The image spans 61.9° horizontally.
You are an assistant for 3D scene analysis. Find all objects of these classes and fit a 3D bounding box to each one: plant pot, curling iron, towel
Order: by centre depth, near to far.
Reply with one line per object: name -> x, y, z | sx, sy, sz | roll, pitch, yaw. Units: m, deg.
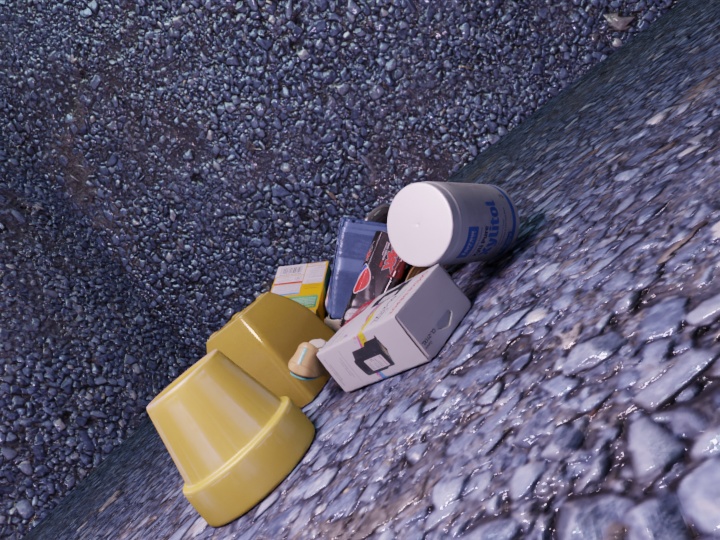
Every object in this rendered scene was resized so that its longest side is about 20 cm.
plant pot -> -0.200, 0.227, 0.875 | 0.201, 0.189, 0.201 | -37, 7, 5
curling iron -> 0.063, 0.009, 1.089 | 0.200, 0.026, 0.050 | -60, -1, 7
plant pot -> -0.179, 0.163, 1.171 | 0.195, 0.200, 0.194 | -36, 7, 31
towel -> 0.000, 0.000, 1.188 | 0.049, 0.111, 0.201 | -159, 77, -80

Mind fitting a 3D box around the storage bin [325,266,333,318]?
storage bin -> -0.081, 0.089, 1.447 | 0.200, 0.134, 0.145 | -43, 7, -31

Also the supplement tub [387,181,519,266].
supplement tub -> 0.153, -0.075, 0.964 | 0.200, 0.132, 0.132 | -8, -19, -47

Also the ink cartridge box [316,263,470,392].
ink cartridge box -> 0.049, 0.089, 0.911 | 0.200, 0.083, 0.146 | -33, 9, 46

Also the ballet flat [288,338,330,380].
ballet flat -> -0.064, 0.149, 1.019 | 0.200, 0.068, 0.063 | 31, -104, -78

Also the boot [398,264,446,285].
boot -> 0.099, 0.037, 1.129 | 0.155, 0.074, 0.200 | -44, 3, 44

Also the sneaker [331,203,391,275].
sneaker -> 0.025, -0.044, 1.254 | 0.200, 0.082, 0.073 | -59, -31, 2

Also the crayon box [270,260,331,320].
crayon box -> -0.139, 0.065, 1.339 | 0.125, 0.052, 0.200 | -6, 37, 12

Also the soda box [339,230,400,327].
soda box -> 0.028, 0.028, 1.138 | 0.063, 0.071, 0.201 | -161, 93, -81

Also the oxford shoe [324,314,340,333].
oxford shoe -> -0.054, 0.127, 1.281 | 0.200, 0.074, 0.071 | -37, 9, 27

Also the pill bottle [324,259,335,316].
pill bottle -> -0.013, 0.021, 1.370 | 0.112, 0.112, 0.200 | -35, 28, 32
